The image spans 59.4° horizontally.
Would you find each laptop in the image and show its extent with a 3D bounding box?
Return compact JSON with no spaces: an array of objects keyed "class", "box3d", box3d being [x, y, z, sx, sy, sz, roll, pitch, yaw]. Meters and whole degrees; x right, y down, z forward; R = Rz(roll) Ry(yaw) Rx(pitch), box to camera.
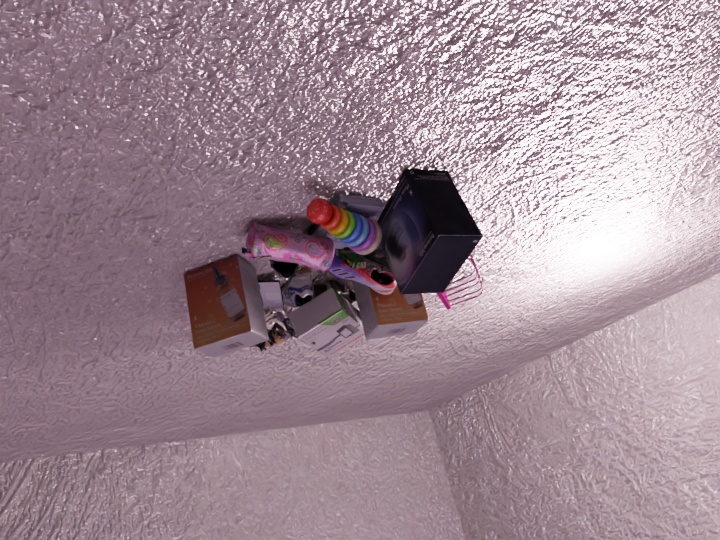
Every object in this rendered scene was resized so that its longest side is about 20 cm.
[{"class":"laptop","box3d":[-0.313,0.115,1.712,0.200,0.116,0.187,-1,157,-4]}]

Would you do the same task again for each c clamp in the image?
[{"class":"c clamp","box3d":[0.096,-0.020,1.555,0.171,0.027,0.200,18,-158,38]}]

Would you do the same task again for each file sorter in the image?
[{"class":"file sorter","box3d":[0.266,0.003,1.790,0.125,0.139,0.200,-21,157,10]}]

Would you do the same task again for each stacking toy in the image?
[{"class":"stacking toy","box3d":[-0.039,-0.102,1.359,0.085,0.085,0.200,-27,149,26]}]

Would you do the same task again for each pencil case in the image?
[{"class":"pencil case","box3d":[-0.161,-0.050,1.424,0.200,0.088,0.087,10,149,-20]}]

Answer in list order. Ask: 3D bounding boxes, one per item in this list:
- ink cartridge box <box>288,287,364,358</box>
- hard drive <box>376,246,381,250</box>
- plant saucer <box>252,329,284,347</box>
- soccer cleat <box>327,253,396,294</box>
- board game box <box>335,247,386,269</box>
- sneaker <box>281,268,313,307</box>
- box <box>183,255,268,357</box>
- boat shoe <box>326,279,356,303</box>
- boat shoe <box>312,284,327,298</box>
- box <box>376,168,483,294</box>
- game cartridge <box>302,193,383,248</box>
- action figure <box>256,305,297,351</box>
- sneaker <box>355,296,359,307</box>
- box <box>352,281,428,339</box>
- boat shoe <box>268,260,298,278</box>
[{"class":"ink cartridge box","box3d":[-0.083,0.148,1.743,0.145,0.084,0.200,-33,148,8]},{"class":"hard drive","box3d":[0.121,-0.093,1.623,0.200,0.027,0.132,-4,155,-27]},{"class":"plant saucer","box3d":[-0.315,0.205,1.908,0.200,0.035,0.200,3,-178,0]},{"class":"soccer cleat","box3d":[0.000,0.000,1.624,0.200,0.068,0.073,23,159,0]},{"class":"board game box","box3d":[0.046,-0.034,1.630,0.200,0.105,0.023,-2,114,-27]},{"class":"sneaker","box3d":[-0.175,0.073,1.744,0.075,0.088,0.200,-10,158,-17]},{"class":"box","box3d":[-0.328,0.089,1.540,0.152,0.200,0.106,-19,158,10]},{"class":"boat shoe","box3d":[-0.052,0.060,1.832,0.057,0.067,0.200,-32,161,-1]},{"class":"boat shoe","box3d":[-0.111,0.099,1.861,0.065,0.073,0.200,-10,157,2]},{"class":"box","box3d":[0.141,-0.084,1.390,0.123,0.198,0.200,-3,142,-28]},{"class":"game cartridge","box3d":[-0.039,-0.112,1.470,0.133,0.041,0.200,5,150,-33]},{"class":"action figure","box3d":[-0.209,0.153,1.809,0.200,0.102,0.119,-21,167,-35]},{"class":"sneaker","box3d":[0.056,0.084,1.849,0.121,0.084,0.200,-23,-166,6]},{"class":"box","box3d":[0.077,0.070,1.726,0.152,0.200,0.106,-6,157,-21]},{"class":"boat shoe","box3d":[-0.186,-0.016,1.558,0.074,0.066,0.199,-12,157,-7]}]
